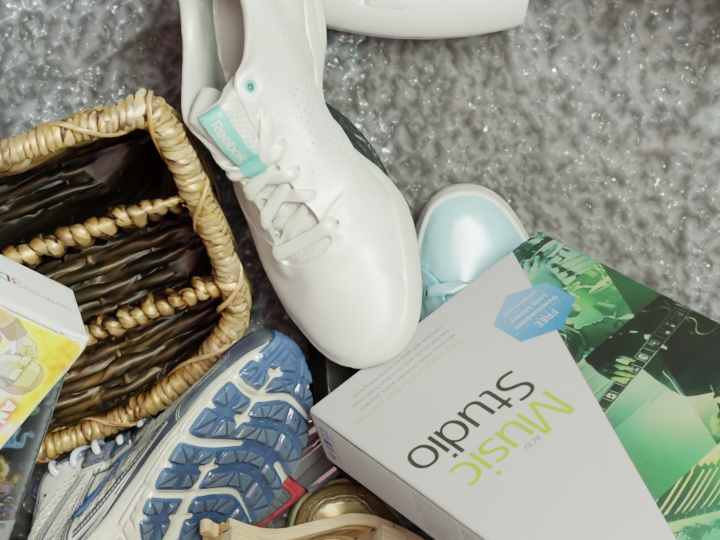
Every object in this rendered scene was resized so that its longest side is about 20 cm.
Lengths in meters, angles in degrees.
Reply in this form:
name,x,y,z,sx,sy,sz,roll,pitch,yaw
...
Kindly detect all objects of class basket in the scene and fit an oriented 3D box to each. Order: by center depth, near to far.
name,x,y,z,sx,sy,sz,roll,pitch,yaw
basket,-0.152,0.017,0.742,0.200,0.149,0.143,-19,94,-2

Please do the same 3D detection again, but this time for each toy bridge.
name,x,y,z,sx,sy,sz,roll,pitch,yaw
toy bridge,0.007,0.148,0.751,0.200,0.067,0.027,29,135,-32

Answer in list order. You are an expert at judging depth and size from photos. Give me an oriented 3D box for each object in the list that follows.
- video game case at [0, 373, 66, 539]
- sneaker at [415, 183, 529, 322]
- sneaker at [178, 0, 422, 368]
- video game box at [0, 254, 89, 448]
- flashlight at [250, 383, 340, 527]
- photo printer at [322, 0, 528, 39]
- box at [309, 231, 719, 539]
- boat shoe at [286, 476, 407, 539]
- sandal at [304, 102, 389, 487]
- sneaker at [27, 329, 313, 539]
name,x,y,z,sx,sy,sz,roll,pitch,yaw
video game case,-0.243,0.086,0.704,0.200,0.023,0.182,9,121,-25
sneaker,0.066,0.057,0.787,0.074,0.082,0.200,-10,93,-3
sneaker,-0.039,-0.050,0.704,0.075,0.088,0.200,-23,84,23
video game box,-0.238,0.051,0.636,0.182,0.047,0.200,31,110,-33
flashlight,-0.097,0.124,0.796,0.200,0.068,0.068,-37,86,5
photo printer,0.016,-0.212,0.776,0.166,0.069,0.200,8,93,-2
box,0.093,0.068,0.676,0.144,0.200,0.036,-38,132,-21
boat shoe,0.016,0.199,0.795,0.072,0.076,0.200,-20,94,-1
sandal,0.001,0.000,0.771,0.075,0.048,0.201,-8,73,-32
sneaker,-0.104,0.100,0.731,0.085,0.077,0.200,35,85,38
